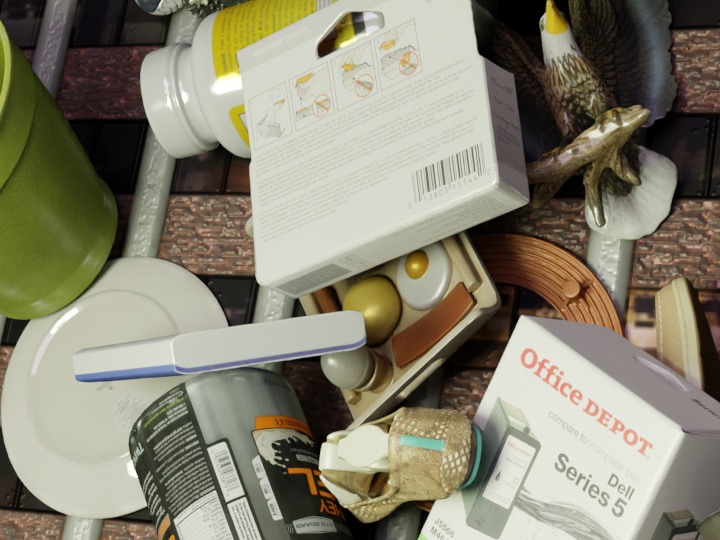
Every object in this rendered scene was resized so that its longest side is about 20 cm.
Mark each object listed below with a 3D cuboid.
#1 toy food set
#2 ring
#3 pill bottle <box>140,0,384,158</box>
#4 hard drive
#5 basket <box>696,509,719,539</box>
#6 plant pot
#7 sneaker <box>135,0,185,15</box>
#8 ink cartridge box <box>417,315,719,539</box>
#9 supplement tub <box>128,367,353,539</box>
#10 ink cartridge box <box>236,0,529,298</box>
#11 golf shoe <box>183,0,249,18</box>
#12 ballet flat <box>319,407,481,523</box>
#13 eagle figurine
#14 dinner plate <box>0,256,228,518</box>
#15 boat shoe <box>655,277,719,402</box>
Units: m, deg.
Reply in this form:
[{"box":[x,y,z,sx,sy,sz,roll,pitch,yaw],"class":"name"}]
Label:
[{"box":[0.000,0.000,1.284,0.143,0.060,0.201,-45,52,25],"class":"toy food set"},{"box":[0.082,0.068,1.275,0.198,0.019,0.203,-9,68,22],"class":"ring"},{"box":[-0.054,-0.145,1.367,0.198,0.111,0.112,-14,65,19],"class":"pill bottle"},{"box":[-0.098,0.052,1.247,0.200,0.131,0.026,-11,87,64],"class":"hard drive"},{"box":[0.295,0.218,1.048,0.136,0.179,0.202,-43,56,53],"class":"basket"},{"box":[-0.280,-0.063,1.382,0.199,0.193,0.202,-15,55,23],"class":"plant pot"},{"box":[-0.174,-0.306,1.513,0.129,0.079,0.202,11,105,58],"class":"sneaker"},{"box":[0.127,0.148,1.137,0.145,0.084,0.202,36,109,42],"class":"ink cartridge box"},{"box":[-0.069,0.175,1.243,0.122,0.122,0.201,-30,61,11],"class":"supplement tub"},{"box":[0.011,-0.097,1.248,0.199,0.045,0.178,-22,63,33],"class":"ink cartridge box"},{"box":[-0.112,-0.289,1.431,0.076,0.202,0.088,0,35,9],"class":"golf shoe"},{"box":[0.011,0.116,1.187,0.065,0.200,0.071,13,71,-17],"class":"ballet flat"},{"box":[0.141,-0.130,1.282,0.150,0.152,0.201,9,33,-13],"class":"eagle figurine"},{"box":[-0.185,0.082,1.392,0.198,0.024,0.202,-8,68,22],"class":"dinner plate"},{"box":[0.192,0.103,1.180,0.064,0.071,0.202,-8,68,21],"class":"boat shoe"}]
